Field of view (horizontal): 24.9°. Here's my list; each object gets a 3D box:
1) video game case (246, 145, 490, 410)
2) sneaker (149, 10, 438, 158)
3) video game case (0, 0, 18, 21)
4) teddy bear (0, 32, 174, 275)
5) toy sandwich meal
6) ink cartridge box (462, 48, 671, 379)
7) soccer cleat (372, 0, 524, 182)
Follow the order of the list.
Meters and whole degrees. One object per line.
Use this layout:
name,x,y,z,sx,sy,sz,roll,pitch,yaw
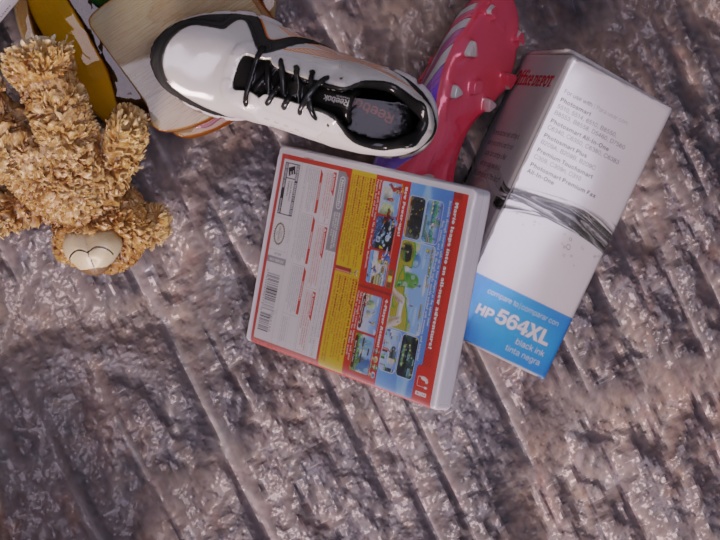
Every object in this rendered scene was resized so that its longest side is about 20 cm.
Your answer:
video game case,0.000,0.000,1.105,0.017,0.199,0.145,6,97,-43
sneaker,-0.039,-0.123,1.062,0.198,0.080,0.075,13,97,-7
video game case,-0.339,-0.189,1.065,0.181,0.025,0.200,-45,81,17
teddy bear,-0.202,-0.067,1.082,0.144,0.067,0.202,-15,129,-12
toy sandwich meal,-0.144,-0.186,1.117,0.203,0.070,0.208,-1,97,-7
ink cartridge box,0.120,-0.044,1.126,0.084,0.146,0.202,26,94,-10
soccer cleat,0.052,-0.111,1.156,0.067,0.076,0.202,31,77,-44
